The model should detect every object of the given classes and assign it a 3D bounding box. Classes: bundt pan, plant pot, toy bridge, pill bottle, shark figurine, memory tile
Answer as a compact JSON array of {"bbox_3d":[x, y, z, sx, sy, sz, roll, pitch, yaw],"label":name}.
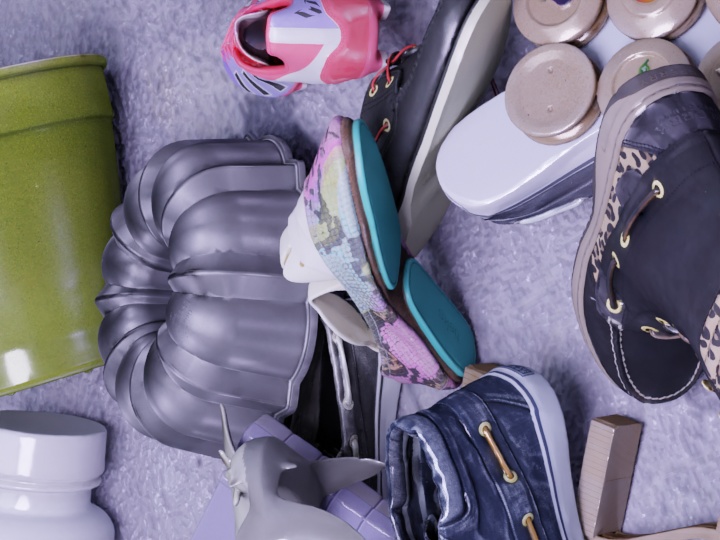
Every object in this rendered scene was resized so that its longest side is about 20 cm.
[{"bbox_3d":[-0.100,0.013,1.235,0.202,0.076,0.202,-23,64,60],"label":"bundt pan"},{"bbox_3d":[-0.232,-0.018,1.341,0.200,0.200,0.193,-17,91,42],"label":"plant pot"},{"bbox_3d":[0.129,0.110,1.091,0.200,0.027,0.067,22,107,41],"label":"toy bridge"},{"bbox_3d":[-0.220,0.197,1.362,0.114,0.114,0.201,11,97,43],"label":"pill bottle"},{"bbox_3d":[-0.028,0.113,1.066,0.215,0.089,0.129,98,164,-74],"label":"shark figurine"},{"bbox_3d":[0.148,-0.160,1.028,0.153,0.017,0.201,0,74,31],"label":"memory tile"}]

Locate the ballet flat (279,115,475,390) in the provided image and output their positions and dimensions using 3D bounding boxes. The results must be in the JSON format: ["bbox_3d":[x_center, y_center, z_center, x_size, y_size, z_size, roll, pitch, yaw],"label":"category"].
[{"bbox_3d":[0.000,0.000,1.110,0.071,0.200,0.069,-10,49,18],"label":"ballet flat"}]

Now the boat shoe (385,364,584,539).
[{"bbox_3d":[0.069,0.155,1.078,0.071,0.091,0.201,-4,103,55],"label":"boat shoe"}]

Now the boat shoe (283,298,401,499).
[{"bbox_3d":[-0.020,0.116,1.207,0.071,0.064,0.201,4,92,44],"label":"boat shoe"}]

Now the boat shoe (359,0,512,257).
[{"bbox_3d":[0.029,-0.084,1.111,0.063,0.074,0.202,35,144,12],"label":"boat shoe"}]

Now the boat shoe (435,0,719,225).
[{"bbox_3d":[0.137,-0.081,1.060,0.200,0.068,0.072,-32,60,18],"label":"boat shoe"}]

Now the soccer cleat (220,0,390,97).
[{"bbox_3d":[-0.050,-0.134,1.197,0.200,0.076,0.067,-170,81,-66],"label":"soccer cleat"}]

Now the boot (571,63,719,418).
[{"bbox_3d":[0.162,0.023,0.964,0.151,0.073,0.200,-118,21,-44],"label":"boot"}]

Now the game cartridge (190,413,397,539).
[{"bbox_3d":[-0.045,0.191,1.193,0.130,0.038,0.200,37,127,14],"label":"game cartridge"}]

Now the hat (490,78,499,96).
[{"bbox_3d":[0.035,-0.188,1.074,0.166,0.200,0.177,-30,56,50],"label":"hat"}]
